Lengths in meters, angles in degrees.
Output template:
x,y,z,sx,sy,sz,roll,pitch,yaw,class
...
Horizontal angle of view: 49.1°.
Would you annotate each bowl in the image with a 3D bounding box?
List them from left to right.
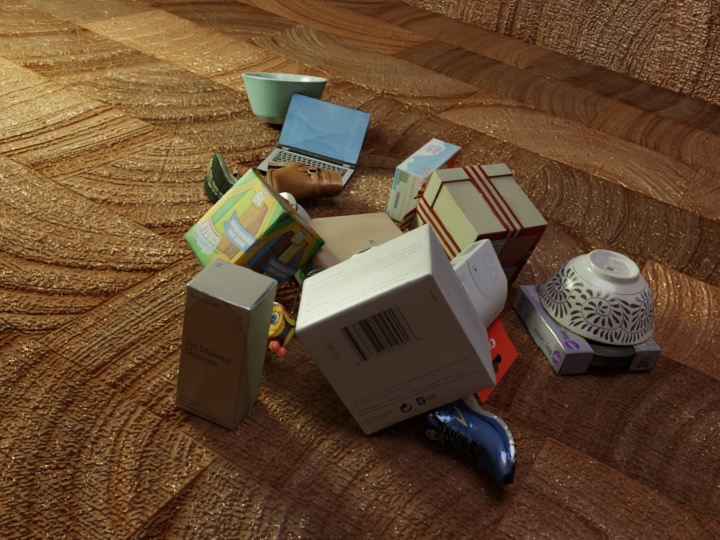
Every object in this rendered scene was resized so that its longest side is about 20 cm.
x,y,z,sx,sy,sz,roll,pitch,yaw,class
-0.180,-0.405,1.859,0.199,0.106,0.201,4,18,-1,bowl
0.411,0.028,1.324,0.199,0.095,0.201,9,33,-6,bowl

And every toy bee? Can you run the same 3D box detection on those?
x,y,z,sx,sy,sz,roll,pitch,yaw,class
-0.141,0.074,1.120,0.131,0.200,0.109,27,45,-32,toy bee

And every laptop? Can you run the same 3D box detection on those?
x,y,z,sx,sy,sz,roll,pitch,yaw,class
-0.098,-0.278,1.702,0.186,0.116,0.200,16,32,8,laptop

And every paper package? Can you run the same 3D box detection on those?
x,y,z,sx,sy,sz,roll,pitch,yaw,class
0.000,0.000,1.315,0.190,0.104,0.200,-6,37,-27,paper package

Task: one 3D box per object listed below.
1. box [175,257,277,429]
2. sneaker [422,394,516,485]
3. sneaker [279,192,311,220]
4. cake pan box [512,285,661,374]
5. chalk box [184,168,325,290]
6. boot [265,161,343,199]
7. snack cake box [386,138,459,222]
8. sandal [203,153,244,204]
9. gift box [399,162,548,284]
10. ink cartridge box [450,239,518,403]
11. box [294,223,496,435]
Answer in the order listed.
x,y,z,sx,sy,sz,roll,pitch,yaw,class
-0.175,0.095,1.015,0.094,0.201,0.078,19,33,12,box
0.134,0.220,1.055,0.089,0.079,0.200,-14,31,-24,sneaker
-0.178,-0.079,1.390,0.199,0.080,0.077,-2,63,33,sneaker
0.380,0.098,1.338,0.183,0.053,0.200,-1,34,-15,cake pan box
-0.182,-0.032,1.238,0.125,0.200,0.124,47,4,35,chalk box
-0.111,-0.165,1.556,0.154,0.074,0.200,5,32,-6,boot
0.131,-0.186,1.635,0.067,0.116,0.200,22,33,17,snack cake box
-0.242,-0.149,1.507,0.057,0.080,0.201,4,35,-46,sandal
0.190,-0.074,1.427,0.184,0.200,0.187,-6,51,-32,gift box
0.188,0.073,1.194,0.047,0.201,0.160,-20,11,37,ink cartridge box
0.048,0.080,1.047,0.198,0.200,0.131,-24,28,17,box
